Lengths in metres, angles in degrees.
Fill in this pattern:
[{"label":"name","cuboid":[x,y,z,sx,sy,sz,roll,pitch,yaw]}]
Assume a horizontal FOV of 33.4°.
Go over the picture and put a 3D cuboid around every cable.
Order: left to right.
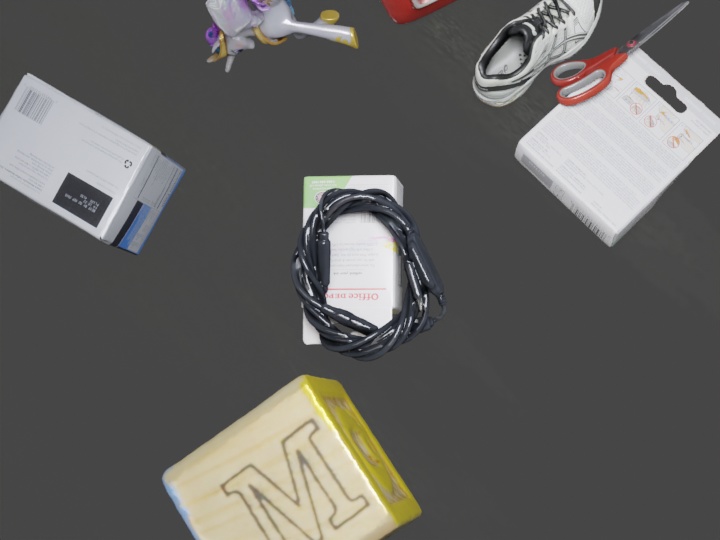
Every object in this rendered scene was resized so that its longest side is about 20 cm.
[{"label":"cable","cuboid":[0.000,0.000,1.389,0.162,0.051,0.202,-29,81,9]}]

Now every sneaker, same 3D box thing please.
[{"label":"sneaker","cuboid":[0.214,-0.279,1.428,0.076,0.088,0.200,43,90,15]}]

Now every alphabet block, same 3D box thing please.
[{"label":"alphabet block","cuboid":[-0.072,0.255,1.361,0.199,0.195,0.197,-35,79,6]}]

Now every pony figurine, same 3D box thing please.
[{"label":"pony figurine","cuboid":[-0.118,-0.332,1.462,0.198,0.194,0.168,-9,48,10]}]

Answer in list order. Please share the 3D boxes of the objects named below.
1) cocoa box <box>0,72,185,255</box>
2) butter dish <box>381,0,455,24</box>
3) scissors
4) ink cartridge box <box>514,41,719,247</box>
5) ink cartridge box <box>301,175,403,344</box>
[{"label":"cocoa box","cuboid":[-0.345,-0.128,1.495,0.199,0.131,0.134,29,88,13]},{"label":"butter dish","cuboid":[0.085,-0.430,1.443,0.198,0.200,0.149,-25,55,6]},{"label":"scissors","cuboid":[0.316,-0.256,1.422,0.198,0.014,0.073,-27,41,1]},{"label":"ink cartridge box","cuboid":[0.307,-0.152,1.424,0.200,0.050,0.161,-42,76,-15]},{"label":"ink cartridge box","cuboid":[-0.009,-0.009,1.445,0.116,0.067,0.203,0,82,10]}]
